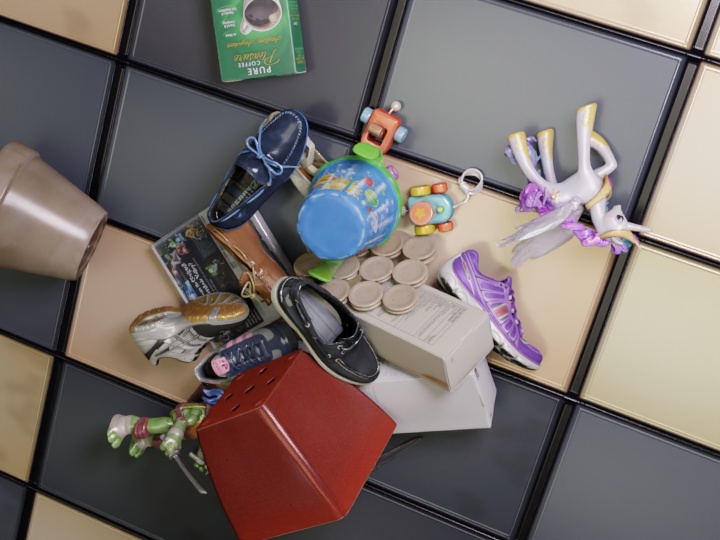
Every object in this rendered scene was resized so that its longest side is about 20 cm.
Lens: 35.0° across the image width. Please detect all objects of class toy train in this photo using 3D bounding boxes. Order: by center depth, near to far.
[{"bbox_3d":[0.064,-0.136,1.599,0.200,0.056,0.150,34,111,9],"label":"toy train"}]

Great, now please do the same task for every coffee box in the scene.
[{"bbox_3d":[-0.150,-0.373,1.623,0.123,0.044,0.200,-5,100,20],"label":"coffee box"}]

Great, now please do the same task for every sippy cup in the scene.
[{"bbox_3d":[-0.023,-0.076,1.539,0.139,0.130,0.178,-10,105,19],"label":"sippy cup"}]

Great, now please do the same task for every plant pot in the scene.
[{"bbox_3d":[-0.103,0.228,1.568,0.200,0.200,0.176,-23,109,36],"label":"plant pot"},{"bbox_3d":[-0.488,-0.074,1.739,0.173,0.200,0.200,24,109,-5],"label":"plant pot"}]

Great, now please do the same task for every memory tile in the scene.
[{"bbox_3d":[0.000,0.000,1.610,0.200,0.153,0.017,4,136,19],"label":"memory tile"}]

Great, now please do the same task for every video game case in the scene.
[{"bbox_3d":[-0.198,0.002,1.735,0.182,0.023,0.200,-31,92,21],"label":"video game case"}]

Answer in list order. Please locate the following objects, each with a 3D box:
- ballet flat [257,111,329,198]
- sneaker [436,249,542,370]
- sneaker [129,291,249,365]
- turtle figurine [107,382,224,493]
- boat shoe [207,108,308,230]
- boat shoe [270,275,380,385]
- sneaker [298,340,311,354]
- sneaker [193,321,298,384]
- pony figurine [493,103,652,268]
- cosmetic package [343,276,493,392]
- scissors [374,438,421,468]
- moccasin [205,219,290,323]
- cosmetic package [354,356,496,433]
[{"bbox_3d":[-0.071,-0.147,1.630,0.200,0.067,0.062,44,140,4],"label":"ballet flat"},{"bbox_3d":[0.195,0.056,1.590,0.083,0.081,0.200,-40,99,-7],"label":"sneaker"},{"bbox_3d":[-0.249,0.093,1.732,0.200,0.076,0.088,-11,115,23],"label":"sneaker"},{"bbox_3d":[-0.286,0.281,1.763,0.194,0.144,0.200,-5,97,23],"label":"turtle figurine"},{"bbox_3d":[-0.141,-0.135,1.592,0.084,0.069,0.200,33,101,14],"label":"boat shoe"},{"bbox_3d":[-0.033,0.080,1.535,0.199,0.075,0.066,51,147,-17],"label":"boat shoe"},{"bbox_3d":[-0.104,0.199,1.728,0.072,0.072,0.200,-3,119,-26],"label":"sneaker"},{"bbox_3d":[-0.168,0.129,1.661,0.200,0.082,0.070,-29,83,49],"label":"sneaker"},{"bbox_3d":[0.265,-0.094,1.506,0.193,0.167,0.200,-20,80,14],"label":"pony figurine"},{"bbox_3d":[0.074,0.076,1.575,0.200,0.105,0.071,26,145,36],"label":"cosmetic package"},{"bbox_3d":[0.012,0.306,1.740,0.200,0.014,0.073,-16,94,20],"label":"scissors"},{"bbox_3d":[-0.152,0.004,1.658,0.078,0.074,0.202,-34,91,-13],"label":"moccasin"},{"bbox_3d":[0.084,0.167,1.628,0.200,0.081,0.113,-6,128,17],"label":"cosmetic package"}]
